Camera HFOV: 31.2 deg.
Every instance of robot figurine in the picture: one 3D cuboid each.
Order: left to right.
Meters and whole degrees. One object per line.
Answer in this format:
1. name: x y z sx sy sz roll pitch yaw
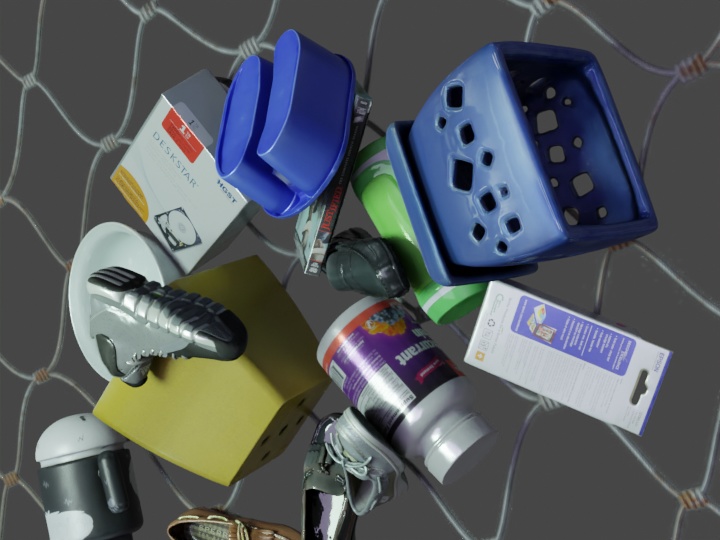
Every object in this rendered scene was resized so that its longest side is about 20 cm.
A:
1. robot figurine: -0.348 0.285 1.671 0.149 0.125 0.202 -14 85 16

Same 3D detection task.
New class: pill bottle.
1. pill bottle: 0.053 0.129 1.391 0.200 0.111 0.112 47 116 22

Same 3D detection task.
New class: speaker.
1. speaker: 0.064 -0.045 1.390 0.088 0.088 0.201 -39 72 29

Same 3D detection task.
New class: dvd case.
1. dvd case: -0.033 -0.108 1.434 0.022 0.146 0.202 13 106 -12

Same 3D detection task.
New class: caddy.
1. caddy: -0.072 -0.153 1.373 0.141 0.105 0.202 -25 48 43

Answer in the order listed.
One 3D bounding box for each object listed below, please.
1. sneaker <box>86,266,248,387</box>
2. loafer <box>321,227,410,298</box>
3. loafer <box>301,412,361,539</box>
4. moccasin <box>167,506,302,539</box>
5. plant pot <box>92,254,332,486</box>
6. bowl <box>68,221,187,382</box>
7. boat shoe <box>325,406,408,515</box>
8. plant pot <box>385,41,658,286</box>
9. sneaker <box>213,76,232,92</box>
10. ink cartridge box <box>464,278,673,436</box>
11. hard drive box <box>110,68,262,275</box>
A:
1. sneaker: -0.208 0.080 1.371 0.199 0.075 0.116 23 116 24
2. loafer: 0.000 0.000 1.386 0.069 0.070 0.200 65 170 -16
3. loafer: -0.036 0.264 1.475 0.071 0.063 0.202 1 85 23
4. moccasin: -0.143 0.331 1.555 0.200 0.078 0.074 16 99 27
5. plant pot: -0.151 0.127 1.492 0.176 0.200 0.201 40 114 15
6. bowl: -0.271 0.038 1.613 0.200 0.090 0.203 5 98 42
7. boat shoe: 0.004 0.209 1.383 0.065 0.202 0.074 -39 65 -11
8. plant pot: 0.148 -0.094 1.268 0.179 0.199 0.202 -26 79 38
9. sneaker: -0.130 -0.147 1.530 0.200 0.078 0.091 42 122 32
10. ink cartridge box: 0.211 0.085 1.315 0.199 0.037 0.096 23 106 20
11. hard drive box: -0.190 -0.111 1.502 0.156 0.077 0.200 51 142 3
